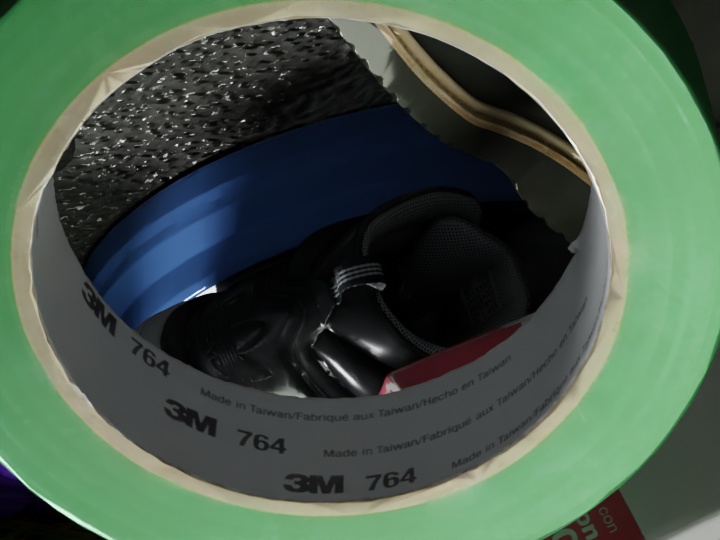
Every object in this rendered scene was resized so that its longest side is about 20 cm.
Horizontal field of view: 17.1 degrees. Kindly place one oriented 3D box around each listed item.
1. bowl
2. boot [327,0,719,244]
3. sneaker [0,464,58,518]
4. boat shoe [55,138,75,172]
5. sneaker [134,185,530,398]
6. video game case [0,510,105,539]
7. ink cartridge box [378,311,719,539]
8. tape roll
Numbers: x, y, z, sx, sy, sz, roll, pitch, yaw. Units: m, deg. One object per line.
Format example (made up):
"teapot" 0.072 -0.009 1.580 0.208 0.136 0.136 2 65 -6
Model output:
"bowl" 0.000 0.000 0.874 0.200 0.039 0.201 -15 160 -6
"boot" 0.065 -0.095 0.658 0.138 0.077 0.200 -43 143 12
"sneaker" -0.144 0.054 0.856 0.099 0.070 0.200 -14 160 0
"boat shoe" -0.160 -0.015 0.659 0.200 0.066 0.070 -23 160 17
"sneaker" 0.019 0.031 0.802 0.114 0.076 0.200 -30 159 26
"video game case" -0.085 0.110 0.892 0.200 0.023 0.182 4 -160 39
"ink cartridge box" 0.098 0.060 0.762 0.200 0.085 0.146 -23 159 -22
"tape roll" -0.009 -0.011 0.595 0.200 0.048 0.201 0 123 0
